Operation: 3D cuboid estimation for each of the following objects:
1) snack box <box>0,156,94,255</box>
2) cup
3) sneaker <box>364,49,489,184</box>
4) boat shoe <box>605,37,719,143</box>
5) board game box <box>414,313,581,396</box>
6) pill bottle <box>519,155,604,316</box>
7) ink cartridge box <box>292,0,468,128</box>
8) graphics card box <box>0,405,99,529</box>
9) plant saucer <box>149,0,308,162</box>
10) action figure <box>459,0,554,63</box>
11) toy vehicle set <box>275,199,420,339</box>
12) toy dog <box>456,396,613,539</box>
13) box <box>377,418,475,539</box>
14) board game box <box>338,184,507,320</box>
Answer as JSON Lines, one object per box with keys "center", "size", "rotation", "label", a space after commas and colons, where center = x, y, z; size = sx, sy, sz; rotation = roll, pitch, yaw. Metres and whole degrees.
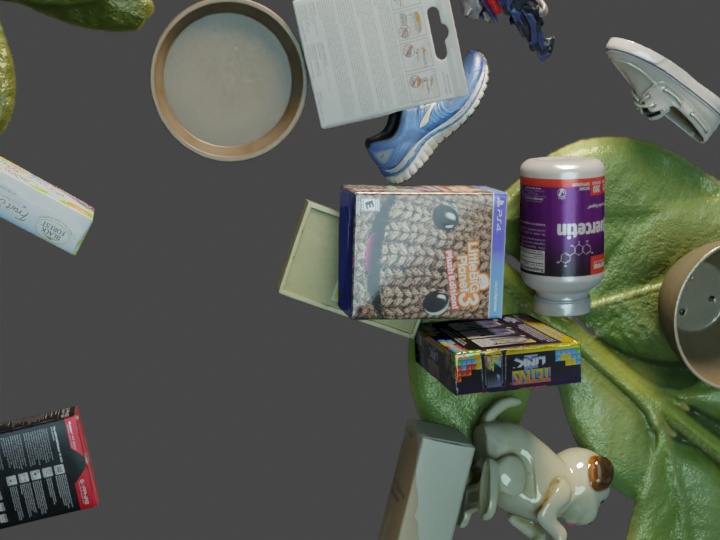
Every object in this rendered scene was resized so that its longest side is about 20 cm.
{"center": [-0.412, -0.094, 1.345], "size": [0.198, 0.142, 0.053], "rotation": [29, 93, -15], "label": "snack box"}
{"center": [0.485, 0.048, 1.559], "size": [0.197, 0.143, 0.204], "rotation": [-2, 99, -11], "label": "cup"}
{"center": [0.084, -0.209, 1.465], "size": [0.089, 0.079, 0.200], "rotation": [42, 89, -18], "label": "sneaker"}
{"center": [0.400, -0.236, 1.534], "size": [0.198, 0.071, 0.070], "rotation": [29, 90, -22], "label": "boat shoe"}
{"center": [0.171, 0.105, 1.473], "size": [0.163, 0.200, 0.058], "rotation": [-4, 99, -11], "label": "board game box"}
{"center": [0.266, -0.046, 1.513], "size": [0.111, 0.112, 0.203], "rotation": [-4, 100, -11], "label": "pill bottle"}
{"center": [0.027, -0.274, 1.410], "size": [0.197, 0.057, 0.165], "rotation": [-10, 100, 17], "label": "ink cartridge box"}
{"center": [-0.441, 0.256, 1.446], "size": [0.197, 0.051, 0.127], "rotation": [-13, 102, -11], "label": "graphics card box"}
{"center": [-0.164, -0.237, 1.433], "size": [0.197, 0.029, 0.203], "rotation": [-2, 100, -11], "label": "plant saucer"}
{"center": [0.213, -0.374, 1.475], "size": [0.192, 0.105, 0.201], "rotation": [-31, 134, 0], "label": "action figure"}
{"center": [0.000, 0.000, 1.508], "size": [0.198, 0.027, 0.126], "rotation": [20, 95, -15], "label": "toy vehicle set"}
{"center": [0.244, 0.285, 1.568], "size": [0.197, 0.140, 0.196], "rotation": [13, 60, -12], "label": "toy dog"}
{"center": [0.085, 0.313, 1.546], "size": [0.077, 0.095, 0.203], "rotation": [12, 95, -13], "label": "box"}
{"center": [0.076, -0.024, 1.456], "size": [0.197, 0.097, 0.162], "rotation": [-1, 99, -12], "label": "board game box"}
